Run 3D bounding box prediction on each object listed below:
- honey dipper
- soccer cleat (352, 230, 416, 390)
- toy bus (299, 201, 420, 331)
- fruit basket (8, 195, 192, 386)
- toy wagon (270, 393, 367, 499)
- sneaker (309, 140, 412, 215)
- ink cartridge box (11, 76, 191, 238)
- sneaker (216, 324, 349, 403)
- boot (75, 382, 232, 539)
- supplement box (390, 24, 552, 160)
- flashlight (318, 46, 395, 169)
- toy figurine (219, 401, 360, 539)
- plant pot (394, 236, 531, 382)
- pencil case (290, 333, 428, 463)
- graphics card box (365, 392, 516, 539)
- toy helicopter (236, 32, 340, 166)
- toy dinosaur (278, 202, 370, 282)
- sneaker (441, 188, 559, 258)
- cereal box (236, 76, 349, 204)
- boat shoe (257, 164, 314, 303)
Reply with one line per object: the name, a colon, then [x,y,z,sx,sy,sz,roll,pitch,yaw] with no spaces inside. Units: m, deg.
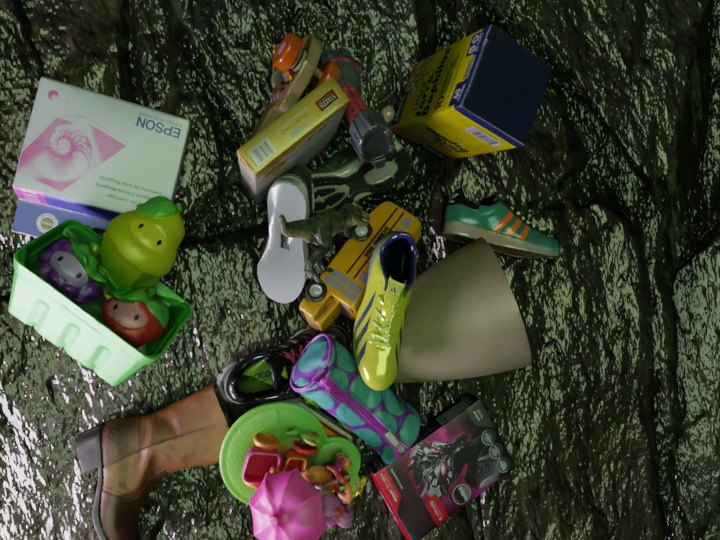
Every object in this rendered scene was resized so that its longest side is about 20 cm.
honey dipper: [0.007,-0.148,0.880,0.037,0.038,0.203,23,84,-12]
soccer cleat: [0.033,0.046,0.758,0.063,0.084,0.204,12,76,-13]
toy bus: [0.000,0.000,0.846,0.078,0.065,0.201,32,73,15]
fruit basket: [-0.299,0.006,0.748,0.211,0.156,0.220,2,114,5]
toy wagon: [-0.068,0.268,0.853,0.199,0.040,0.156,37,91,-16]
sneaker: [-0.028,-0.138,0.846,0.196,0.089,0.078,-19,133,5]
ink cartridge box: [-0.342,-0.127,0.797,0.193,0.043,0.204,13,86,-13]
sneaker: [-0.101,0.134,0.831,0.196,0.087,0.075,-20,95,-12]
boot: [-0.255,0.272,0.809,0.196,0.069,0.192,-17,82,-8]
supplement box: [0.142,-0.230,0.820,0.108,0.199,0.111,23,85,-22]
flashlight: [-0.010,-0.224,0.799,0.067,0.202,0.068,16,124,-34]
toy figurine: [-0.069,0.273,0.735,0.196,0.184,0.153,16,96,-18]
plant pot: [0.110,0.078,0.847,0.197,0.187,0.191,-21,95,3]
pencil case: [-0.002,0.174,0.808,0.085,0.093,0.200,-45,115,4]
graphics card box: [0.122,0.294,0.904,0.198,0.051,0.127,-31,97,-12]
toy helicopter: [-0.115,-0.229,0.822,0.078,0.133,0.201,25,110,-29]
toy dinosaur: [-0.052,-0.036,0.763,0.047,0.199,0.090,9,104,26]
sneaker: [0.220,-0.070,0.913,0.196,0.071,0.082,13,83,-17]
cereal box: [-0.090,-0.158,0.774,0.143,0.200,0.040,-41,94,-10]
boat shoe: [-0.092,-0.045,0.815,0.069,0.064,0.203,19,128,6]
